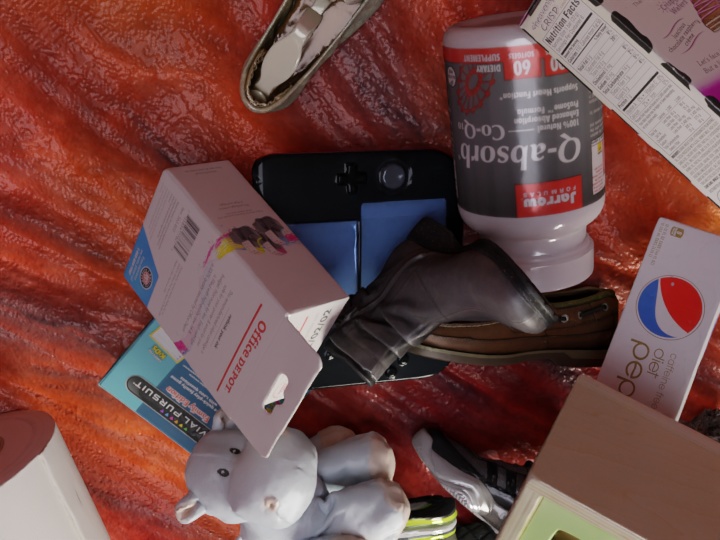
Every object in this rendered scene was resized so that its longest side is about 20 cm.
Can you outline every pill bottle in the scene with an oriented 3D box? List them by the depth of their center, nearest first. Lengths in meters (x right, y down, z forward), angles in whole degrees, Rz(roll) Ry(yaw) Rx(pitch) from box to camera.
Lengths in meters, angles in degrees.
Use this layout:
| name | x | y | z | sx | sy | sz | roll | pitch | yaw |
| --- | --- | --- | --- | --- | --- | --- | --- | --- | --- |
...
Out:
| name | x | y | z | sx | sy | sz | roll | pitch | yaw |
| --- | --- | --- | --- | --- | --- | --- | --- | --- | --- |
| pill bottle | 0.129 | -0.092 | 0.679 | 0.115 | 0.116 | 0.201 | -5 | 110 | 8 |

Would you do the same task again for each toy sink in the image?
| name | x | y | z | sx | sy | sz | roll | pitch | yaw |
| --- | --- | --- | --- | --- | --- | --- | --- | --- | --- |
| toy sink | 0.171 | 0.198 | 0.645 | 0.130 | 0.112 | 0.200 | 28 | 139 | 14 |

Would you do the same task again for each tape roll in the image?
| name | x | y | z | sx | sy | sz | roll | pitch | yaw |
| --- | --- | --- | --- | --- | --- | --- | --- | --- | --- |
| tape roll | -0.352 | 0.239 | 0.813 | 0.202 | 0.203 | 0.140 | -15 | 108 | 12 |

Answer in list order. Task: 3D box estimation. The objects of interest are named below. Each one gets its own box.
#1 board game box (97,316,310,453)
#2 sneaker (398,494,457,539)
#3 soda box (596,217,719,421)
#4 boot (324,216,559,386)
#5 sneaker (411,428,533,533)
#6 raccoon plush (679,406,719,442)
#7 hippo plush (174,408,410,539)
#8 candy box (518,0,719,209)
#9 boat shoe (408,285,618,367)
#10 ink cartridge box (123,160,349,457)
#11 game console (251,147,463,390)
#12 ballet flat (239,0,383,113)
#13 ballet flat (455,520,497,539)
| name | x | y | z | sx | sy | sz | roll | pitch | yaw |
| --- | --- | --- | --- | --- | --- | --- | --- | --- | --- |
| board game box | -0.119 | 0.075 | 0.806 | 0.151 | 0.047 | 0.200 | 40 | 110 | -10 |
| sneaker | 0.002 | 0.271 | 0.836 | 0.199 | 0.074 | 0.081 | -14 | 89 | 22 |
| soda box | 0.237 | 0.065 | 0.706 | 0.068 | 0.064 | 0.201 | 21 | 88 | 22 |
| boot | 0.047 | 0.038 | 0.639 | 0.132 | 0.200 | 0.070 | -42 | 110 | -7 |
| sneaker | 0.150 | 0.188 | 0.809 | 0.200 | 0.076 | 0.114 | 38 | 82 | 15 |
| raccoon plush | 0.296 | 0.182 | 0.725 | 0.199 | 0.134 | 0.097 | -21 | 91 | -20 |
| hippo plush | -0.069 | 0.175 | 0.764 | 0.200 | 0.160 | 0.161 | -5 | 137 | 37 |
| candy box | 0.222 | -0.142 | 0.578 | 0.200 | 0.136 | 0.061 | 45 | 149 | 7 |
| boat shoe | 0.126 | 0.040 | 0.737 | 0.199 | 0.072 | 0.068 | 2 | 101 | -25 |
| ink cartridge box | -0.087 | 0.026 | 0.667 | 0.200 | 0.068 | 0.115 | 48 | 128 | 23 |
| game console | 0.000 | 0.000 | 0.733 | 0.176 | 0.031 | 0.201 | -5 | 105 | -19 |
| ballet flat | -0.028 | -0.201 | 0.683 | 0.067 | 0.062 | 0.200 | 33 | 110 | -7 |
| ballet flat | 0.088 | 0.284 | 0.857 | 0.199 | 0.057 | 0.067 | -19 | 110 | 13 |
